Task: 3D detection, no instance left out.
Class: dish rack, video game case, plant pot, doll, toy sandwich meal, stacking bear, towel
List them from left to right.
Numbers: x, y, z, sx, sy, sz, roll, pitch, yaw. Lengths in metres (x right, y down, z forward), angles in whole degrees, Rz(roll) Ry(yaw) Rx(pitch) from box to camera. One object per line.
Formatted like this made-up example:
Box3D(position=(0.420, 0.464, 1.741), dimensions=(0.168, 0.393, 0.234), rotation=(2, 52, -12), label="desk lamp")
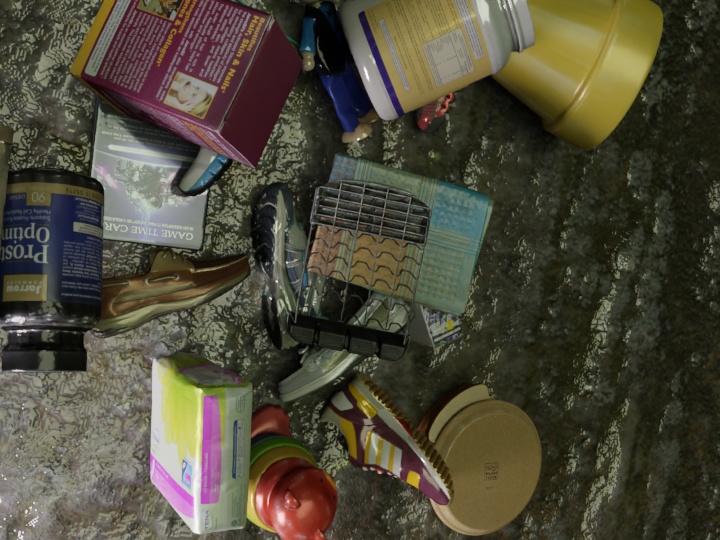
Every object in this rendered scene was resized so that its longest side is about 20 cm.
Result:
Box3D(position=(-0.242, -0.132, 0.965), dimensions=(0.140, 0.019, 0.206), rotation=(6, 92, -23), label="video game case")
Box3D(position=(-0.087, 0.251, 0.958), dimensions=(0.113, 0.199, 0.123), rotation=(-33, 105, -17), label="stacking bear")
Box3D(position=(-0.034, -0.265, 1.001), dimensions=(0.203, 0.047, 0.137), rotation=(66, 31, -28), label="doll")
Box3D(position=(0.000, 0.000, 0.948), dimensions=(0.149, 0.055, 0.205), rotation=(11, 100, -3), label="dish rack")
Box3D(position=(0.047, -0.043, 0.976), dimensions=(0.195, 0.022, 0.150), rotation=(15, 100, -2), label="towel")
Box3D(position=(0.160, 0.262, 1.139), dimensions=(0.200, 0.070, 0.211), rotation=(-3, 98, -23), label="toy sandwich meal")
Box3D(position=(0.260, -0.290, 1.082), dimensions=(0.185, 0.201, 0.205), rotation=(23, 85, -7), label="plant pot")

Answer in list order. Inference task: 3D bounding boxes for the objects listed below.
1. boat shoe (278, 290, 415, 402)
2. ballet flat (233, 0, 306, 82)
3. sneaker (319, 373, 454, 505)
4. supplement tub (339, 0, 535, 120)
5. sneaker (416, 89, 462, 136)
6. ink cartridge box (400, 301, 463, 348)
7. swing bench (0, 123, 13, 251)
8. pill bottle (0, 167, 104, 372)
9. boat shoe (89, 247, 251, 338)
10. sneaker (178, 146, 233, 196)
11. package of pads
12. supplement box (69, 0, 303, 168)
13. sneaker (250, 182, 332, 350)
Box3D(position=(-0.025, 0.092, 1.030), dimensions=(0.200, 0.074, 0.065), rotation=(-37, 83, 10), label="boat shoe")
Box3D(position=(-0.148, -0.282, 0.968), dimensions=(0.198, 0.074, 0.075), rotation=(33, 81, -20), label="ballet flat")
Box3D(position=(0.035, 0.234, 1.060), dimensions=(0.090, 0.075, 0.201), rotation=(-42, 80, 7), label="sneaker")
Box3D(position=(0.088, -0.278, 0.956), dimensions=(0.196, 0.146, 0.148), rotation=(-22, 103, 9), label="supplement tub")
Box3D(position=(0.089, -0.281, 1.068), dimensions=(0.096, 0.071, 0.206), rotation=(10, 93, -16), label="sneaker")
Box3D(position=(0.060, -0.009, 1.052), dimensions=(0.049, 0.109, 0.204), rotation=(-21, 101, -19), label="ink cartridge box")
Box3D(position=(-0.434, -0.049, 0.797), dimensions=(0.195, 0.130, 0.204), rotation=(8, 92, -2), label="swing bench")
Box3D(position=(-0.328, 0.004, 0.870), dimensions=(0.109, 0.111, 0.206), rotation=(2, 82, -23), label="pill bottle")
Box3D(position=(-0.224, 0.012, 0.953), dimensions=(0.196, 0.075, 0.076), rotation=(-21, 98, -21), label="boat shoe")
Box3D(position=(-0.158, -0.181, 0.948), dimensions=(0.086, 0.075, 0.202), rotation=(35, 88, -10), label="sneaker")
Box3D(position=(-0.182, 0.179, 0.913), dimensions=(0.067, 0.199, 0.159), rotation=(1, 93, -29), label="package of pads")
Box3D(position=(-0.180, -0.214, 0.868), dimensions=(0.197, 0.103, 0.133), rotation=(24, 84, 19), label="supplement box")
Box3D(position=(-0.082, -0.010, 1.019), dimensions=(0.085, 0.077, 0.205), rotation=(-12, 108, -27), label="sneaker")
